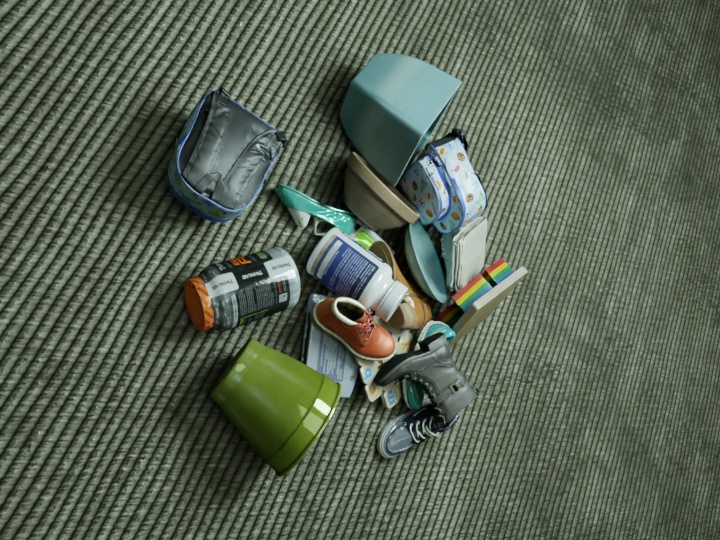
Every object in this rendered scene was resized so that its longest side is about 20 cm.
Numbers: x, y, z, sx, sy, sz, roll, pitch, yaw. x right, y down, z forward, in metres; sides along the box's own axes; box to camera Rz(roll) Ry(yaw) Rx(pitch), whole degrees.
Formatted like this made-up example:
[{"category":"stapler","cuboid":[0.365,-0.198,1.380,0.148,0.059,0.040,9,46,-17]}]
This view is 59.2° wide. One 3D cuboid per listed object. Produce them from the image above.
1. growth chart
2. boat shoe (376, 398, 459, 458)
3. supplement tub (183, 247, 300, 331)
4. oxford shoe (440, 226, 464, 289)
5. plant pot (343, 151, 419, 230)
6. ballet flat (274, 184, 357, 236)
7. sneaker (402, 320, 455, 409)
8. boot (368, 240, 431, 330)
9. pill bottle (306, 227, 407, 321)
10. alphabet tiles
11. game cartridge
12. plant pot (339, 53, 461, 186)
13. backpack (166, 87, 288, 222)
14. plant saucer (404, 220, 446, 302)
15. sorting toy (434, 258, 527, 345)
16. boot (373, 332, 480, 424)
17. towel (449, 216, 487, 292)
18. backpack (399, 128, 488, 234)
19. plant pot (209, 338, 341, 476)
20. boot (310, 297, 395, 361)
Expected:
[{"category":"growth chart","cuboid":[0.000,0.000,1.399,0.143,0.018,0.204,32,69,-25]},{"category":"boat shoe","cuboid":[0.129,0.343,1.388,0.198,0.092,0.076,-32,99,-32]},{"category":"supplement tub","cuboid":[-0.221,0.037,1.191,0.197,0.122,0.125,-18,92,-34]},{"category":"oxford shoe","cuboid":[0.220,-0.055,1.533,0.075,0.056,0.206,24,72,-74]},{"category":"plant pot","cuboid":[0.028,-0.154,1.373,0.200,0.202,0.093,39,102,-22]},{"category":"ballet flat","cuboid":[-0.096,-0.115,1.332,0.196,0.067,0.072,20,87,-27]},{"category":"sneaker","cuboid":[0.150,0.212,1.402,0.077,0.078,0.204,24,84,-55]},{"category":"boot","cuboid":[0.093,0.033,1.406,0.154,0.076,0.204,-1,63,-59]},{"category":"pill bottle","cuboid":[-0.004,0.013,1.297,0.198,0.112,0.112,36,62,9]},{"category":"alphabet tiles","cuboid":[0.059,0.189,1.385,0.194,0.014,0.205,-29,108,-47]},{"category":"game cartridge","cuboid":[-0.057,0.159,1.321,0.130,0.041,0.206,10,83,-27]},{"category":"plant pot","cuboid":[0.070,-0.355,1.397,0.198,0.197,0.197,36,59,2]},{"category":"backpack","cuboid":[-0.263,-0.198,1.184,0.181,0.146,0.204,32,62,-24]},{"category":"plant saucer","cuboid":[0.140,-0.017,1.442,0.202,0.038,0.204,55,23,-36]},{"category":"sorting toy","cuboid":[0.263,0.074,1.467,0.197,0.201,0.070,-30,71,-36]},{"category":"boot","cuboid":[0.144,0.247,1.338,0.197,0.069,0.177,-28,98,-8]},{"category":"towel","cuboid":[0.256,-0.041,1.503,0.199,0.034,0.136,-33,129,-56]},{"category":"backpack","cuboid":[0.191,-0.184,1.433,0.153,0.200,0.192,-33,84,-18]},{"category":"plant pot","cuboid":[-0.167,0.234,1.170,0.192,0.200,0.202,39,64,-8]},{"category":"boot","cuboid":[0.003,0.117,1.263,0.197,0.107,0.076,30,62,-20]}]
